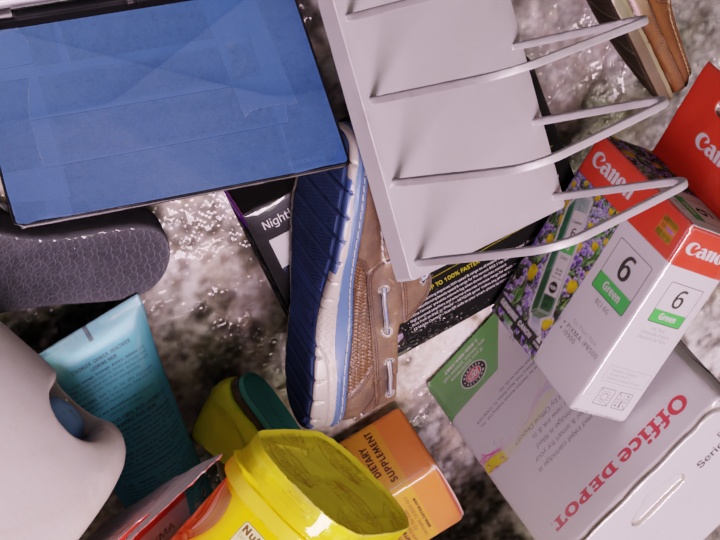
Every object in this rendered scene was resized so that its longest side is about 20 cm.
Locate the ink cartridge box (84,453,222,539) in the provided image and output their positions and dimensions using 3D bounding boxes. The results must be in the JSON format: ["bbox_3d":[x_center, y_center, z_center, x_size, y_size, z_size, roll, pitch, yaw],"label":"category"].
[{"bbox_3d":[-0.154,0.189,1.040,0.162,0.200,0.050,-42,96,-31],"label":"ink cartridge box"}]

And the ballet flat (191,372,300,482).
[{"bbox_3d":[-0.036,0.156,1.150,0.067,0.200,0.067,-43,170,17],"label":"ballet flat"}]

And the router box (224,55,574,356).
[{"bbox_3d":[0.035,-0.034,1.127,0.199,0.051,0.150,-28,125,-5],"label":"router box"}]

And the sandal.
[{"bbox_3d":[-0.210,-0.011,1.046,0.199,0.043,0.076,2,128,-30],"label":"sandal"}]

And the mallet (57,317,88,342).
[{"bbox_3d":[-0.185,0.123,1.140,0.066,0.041,0.201,8,111,-30],"label":"mallet"}]

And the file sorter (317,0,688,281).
[{"bbox_3d":[0.079,-0.113,0.981,0.139,0.124,0.201,-25,104,-41],"label":"file sorter"}]

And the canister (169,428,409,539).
[{"bbox_3d":[-0.079,0.192,1.047,0.200,0.087,0.148,-48,163,8],"label":"canister"}]

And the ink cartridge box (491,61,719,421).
[{"bbox_3d":[0.167,-0.022,1.085,0.050,0.109,0.200,15,115,-36],"label":"ink cartridge box"}]

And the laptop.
[{"bbox_3d":[-0.112,-0.152,0.952,0.186,0.116,0.201,-12,123,-17],"label":"laptop"}]

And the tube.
[{"bbox_3d":[-0.137,0.107,1.130,0.077,0.050,0.200,-35,132,-18],"label":"tube"}]

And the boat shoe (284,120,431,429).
[{"bbox_3d":[0.000,0.000,1.064,0.072,0.072,0.201,-8,128,-22],"label":"boat shoe"}]

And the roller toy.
[{"bbox_3d":[-0.225,0.129,0.994,0.140,0.200,0.182,43,135,-9],"label":"roller toy"}]

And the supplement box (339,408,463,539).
[{"bbox_3d":[-0.036,0.179,1.213,0.200,0.067,0.069,-33,135,-2],"label":"supplement box"}]

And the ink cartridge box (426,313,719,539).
[{"bbox_3d":[0.152,0.095,1.164,0.145,0.200,0.087,-47,126,8],"label":"ink cartridge box"}]

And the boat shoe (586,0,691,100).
[{"bbox_3d":[0.164,-0.187,1.078,0.068,0.072,0.200,-34,128,-1],"label":"boat shoe"}]
